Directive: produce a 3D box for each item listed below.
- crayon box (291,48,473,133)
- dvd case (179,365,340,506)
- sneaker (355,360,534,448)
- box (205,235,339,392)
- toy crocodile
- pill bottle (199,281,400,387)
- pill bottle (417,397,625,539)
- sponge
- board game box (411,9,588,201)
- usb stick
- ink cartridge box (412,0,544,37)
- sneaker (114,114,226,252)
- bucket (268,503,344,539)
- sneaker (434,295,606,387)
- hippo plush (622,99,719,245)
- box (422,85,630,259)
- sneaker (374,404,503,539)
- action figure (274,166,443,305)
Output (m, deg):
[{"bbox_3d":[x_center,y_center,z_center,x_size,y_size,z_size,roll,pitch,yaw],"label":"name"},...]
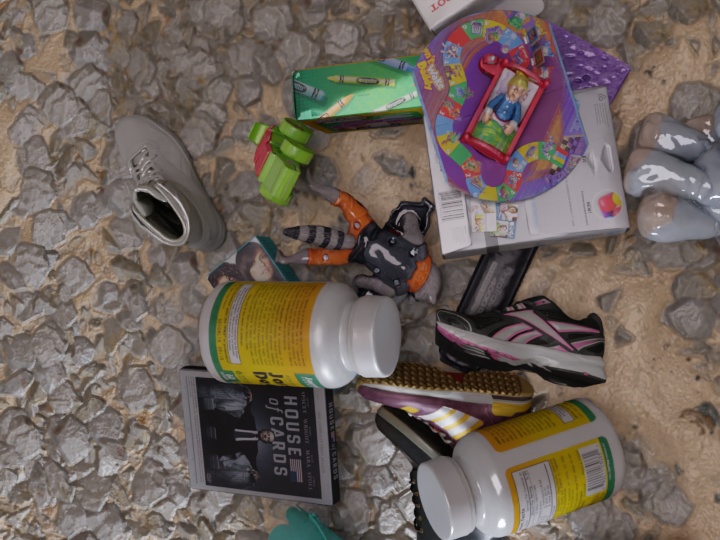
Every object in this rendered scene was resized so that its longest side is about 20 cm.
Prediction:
[{"bbox_3d":[0.035,-0.197,1.265,0.199,0.119,0.059,-4,89,14],"label":"crayon box"},{"bbox_3d":[-0.119,0.190,1.318,0.199,0.025,0.151,1,100,28],"label":"dvd case"},{"bbox_3d":[0.091,0.158,1.255,0.199,0.075,0.091,6,109,0],"label":"sneaker"},{"bbox_3d":[-0.090,0.062,1.332,0.082,0.049,0.200,-38,81,11],"label":"box"},{"bbox_3d":[-0.094,-0.128,1.271,0.061,0.200,0.068,24,110,-14],"label":"toy crocodile"},{"bbox_3d":[-0.063,0.069,1.221,0.199,0.113,0.114,0,90,22],"label":"pill bottle"},{"bbox_3d":[0.166,0.214,1.191,0.199,0.113,0.113,-16,85,-17],"label":"pill bottle"},{"bbox_3d":[0.202,-0.164,1.251,0.111,0.030,0.201,30,87,12],"label":"sponge"},{"bbox_3d":[0.146,-0.172,1.163,0.157,0.039,0.201,-17,88,-3],"label":"board game box"},{"bbox_3d":[0.149,0.020,1.279,0.055,0.033,0.201,25,96,5],"label":"usb stick"},{"bbox_3d":[0.104,-0.347,1.244,0.128,0.125,0.201,-31,81,12],"label":"ink cartridge box"},{"bbox_3d":[-0.243,-0.111,1.340,0.074,0.116,0.200,-40,79,13],"label":"sneaker"},{"bbox_3d":[-0.066,0.381,1.252,0.134,0.207,0.208,27,96,9],"label":"bucket"},{"bbox_3d":[0.176,0.066,1.246,0.199,0.080,0.087,15,71,-8],"label":"sneaker"},{"bbox_3d":[0.370,-0.096,1.129,0.159,0.161,0.201,-23,79,-24],"label":"hippo plush"},{"bbox_3d":[0.175,-0.104,1.211,0.199,0.041,0.157,-9,82,7],"label":"box"},{"bbox_3d":[0.071,0.249,1.276,0.200,0.075,0.106,42,99,10],"label":"sneaker"},{"bbox_3d":[0.000,0.000,1.275,0.192,0.105,0.201,21,100,-2],"label":"action figure"}]
